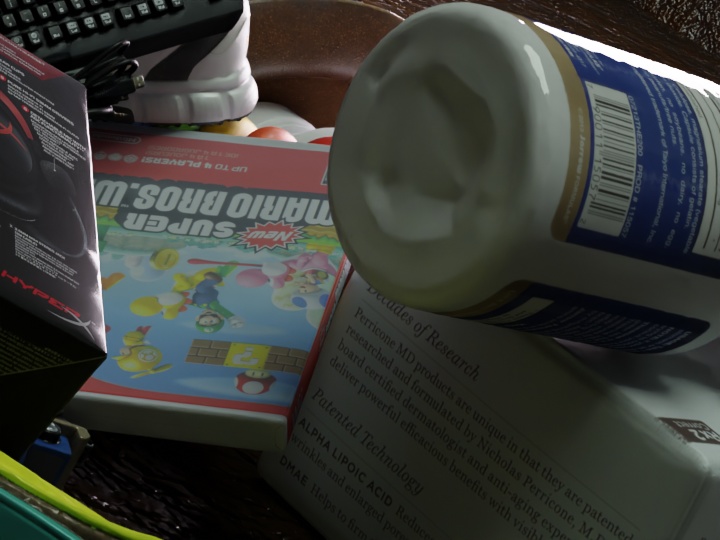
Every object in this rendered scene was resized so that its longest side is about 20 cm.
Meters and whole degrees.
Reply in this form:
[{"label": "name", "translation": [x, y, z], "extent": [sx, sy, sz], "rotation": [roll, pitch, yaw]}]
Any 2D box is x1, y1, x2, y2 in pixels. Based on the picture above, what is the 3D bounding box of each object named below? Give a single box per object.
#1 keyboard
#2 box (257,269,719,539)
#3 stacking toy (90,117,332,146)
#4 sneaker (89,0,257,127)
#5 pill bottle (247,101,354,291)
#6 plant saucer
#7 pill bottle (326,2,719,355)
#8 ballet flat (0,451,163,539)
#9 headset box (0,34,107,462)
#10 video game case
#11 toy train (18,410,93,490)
[{"label": "keyboard", "translation": [-0.131, -0.107, 0.967], "extent": [0.199, 0.105, 0.040], "rotation": [-20, -2, -27]}, {"label": "box", "translation": [0.102, 0.089, 0.992], "extent": [0.198, 0.131, 0.200], "rotation": [10, 23, -50]}, {"label": "stacking toy", "translation": [-0.078, -0.045, 1.096], "extent": [0.198, 0.086, 0.085], "rotation": [11, 7, 27]}, {"label": "sneaker", "translation": [-0.140, -0.107, 1.031], "extent": [0.198, 0.081, 0.074], "rotation": [-6, 24, -25]}, {"label": "pill bottle", "translation": [0.000, 0.000, 1.146], "extent": [0.112, 0.113, 0.200], "rotation": [9, 24, -50]}, {"label": "plant saucer", "translation": [-0.058, -0.081, 1.244], "extent": [0.199, 0.200, 0.035], "rotation": [12, 56, -45]}, {"label": "pill bottle", "translation": [0.092, -0.028, 0.888], "extent": [0.199, 0.112, 0.111], "rotation": [12, 21, -44]}, {"label": "ballet flat", "translation": [-0.071, 0.113, 0.743], "extent": [0.199, 0.067, 0.067], "rotation": [32, 4, 20]}, {"label": "headset box", "translation": [-0.173, -0.037, 0.837], "extent": [0.148, 0.075, 0.201], "rotation": [31, 25, -28]}, {"label": "video game case", "translation": [-0.078, 0.000, 0.963], "extent": [0.142, 0.018, 0.201], "rotation": [6, 35, 9]}, {"label": "toy train", "translation": [-0.183, 0.044, 0.829], "extent": [0.199, 0.034, 0.046], "rotation": [19, 21, -28]}]
